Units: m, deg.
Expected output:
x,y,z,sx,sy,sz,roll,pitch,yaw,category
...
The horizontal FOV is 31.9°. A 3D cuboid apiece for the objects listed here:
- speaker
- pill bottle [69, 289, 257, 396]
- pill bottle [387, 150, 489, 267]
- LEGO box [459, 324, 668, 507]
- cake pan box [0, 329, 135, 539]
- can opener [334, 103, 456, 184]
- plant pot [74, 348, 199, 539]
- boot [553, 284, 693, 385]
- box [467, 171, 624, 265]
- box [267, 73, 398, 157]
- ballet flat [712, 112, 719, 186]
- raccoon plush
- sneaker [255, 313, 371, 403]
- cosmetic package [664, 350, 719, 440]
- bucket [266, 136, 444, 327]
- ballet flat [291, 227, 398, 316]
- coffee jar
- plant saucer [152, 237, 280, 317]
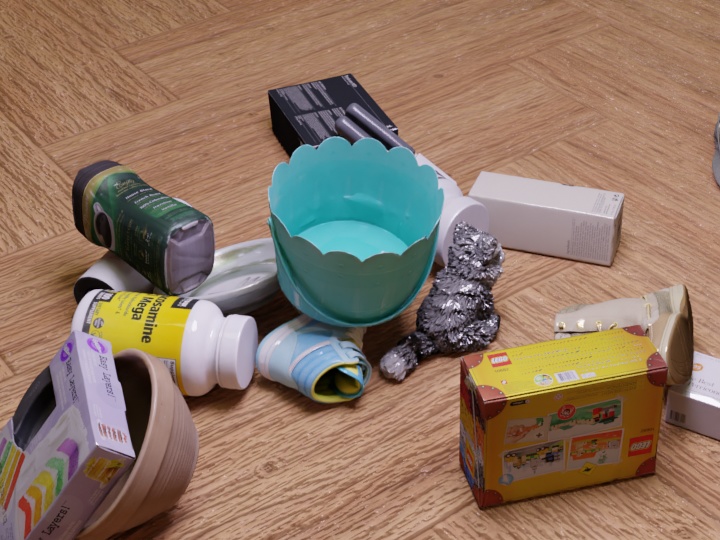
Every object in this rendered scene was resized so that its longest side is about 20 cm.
x,y,z,sx,sy,sz,roll,pitch,yaw,category
-0.285,-0.012,1.637,0.081,0.081,0.200,13,38,20,speaker
-0.226,0.086,1.468,0.199,0.113,0.113,5,36,11,pill bottle
0.067,-0.081,1.679,0.116,0.117,0.200,-30,44,-33,pill bottle
0.209,0.152,1.314,0.199,0.149,0.077,-9,35,-10,LEGO box
-0.309,0.184,1.288,0.052,0.184,0.200,29,21,-33,cake pan box
0.056,-0.165,1.779,0.200,0.067,0.053,39,70,0,can opener
-0.232,0.190,1.304,0.093,0.201,0.201,27,22,-31,plant pot
0.296,0.080,1.434,0.155,0.073,0.200,-9,21,20,boot
0.246,-0.070,1.683,0.199,0.082,0.068,12,39,18,box
-0.042,-0.213,1.904,0.141,0.079,0.200,-16,37,-14,box
0.542,-0.176,1.823,0.067,0.064,0.200,2,36,7,ballet flat
0.106,0.035,1.496,0.096,0.134,0.200,19,41,26,raccoon plush
-0.011,0.087,1.485,0.200,0.080,0.130,-37,45,-25,sneaker
0.443,0.156,1.376,0.199,0.051,0.083,18,38,28,cosmetic package
-0.008,-0.042,1.462,0.206,0.135,0.208,2,47,-2,bucket
0.000,0.000,1.585,0.200,0.071,0.071,-41,48,-18,ballet flat
-0.270,-0.056,1.543,0.200,0.105,0.085,31,42,33,coffee jar
-0.159,0.017,1.584,0.199,0.050,0.200,-14,18,5,plant saucer
